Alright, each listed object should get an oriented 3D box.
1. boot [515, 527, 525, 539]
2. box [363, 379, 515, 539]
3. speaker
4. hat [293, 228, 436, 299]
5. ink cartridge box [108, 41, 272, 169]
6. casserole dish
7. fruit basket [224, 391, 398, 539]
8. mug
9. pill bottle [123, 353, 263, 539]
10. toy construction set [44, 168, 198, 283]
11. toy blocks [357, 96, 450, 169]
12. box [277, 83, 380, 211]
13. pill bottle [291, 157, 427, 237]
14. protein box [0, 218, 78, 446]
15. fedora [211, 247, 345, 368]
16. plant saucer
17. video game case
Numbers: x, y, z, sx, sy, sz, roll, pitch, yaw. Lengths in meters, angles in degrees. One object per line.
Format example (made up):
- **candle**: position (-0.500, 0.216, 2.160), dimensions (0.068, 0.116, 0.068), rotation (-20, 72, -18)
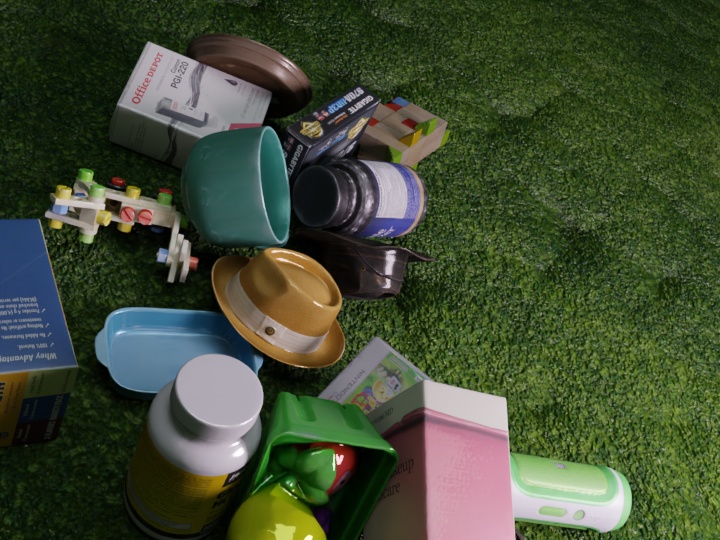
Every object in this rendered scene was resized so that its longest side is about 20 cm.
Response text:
- **boot**: position (0.097, 0.357, 1.024), dimensions (0.199, 0.064, 0.187), rotation (6, 44, -18)
- **box**: position (0.077, 0.232, 0.960), dimensions (0.109, 0.128, 0.201), rotation (15, 57, -25)
- **speaker**: position (0.231, 0.272, 1.160), dimensions (0.199, 0.089, 0.089), rotation (12, 44, -20)
- **hat**: position (0.000, 0.000, 1.289), dimensions (0.200, 0.201, 0.081), rotation (12, 88, -20)
- **ink cartridge box**: position (-0.244, -0.225, 1.364), dimensions (0.199, 0.085, 0.146), rotation (20, 52, -9)
- **casserole dish**: position (-0.214, 0.103, 1.105), dimensions (0.199, 0.039, 0.121), rotation (5, 47, -27)
- **fruit basket**: position (-0.062, 0.246, 0.926), dimensions (0.155, 0.216, 0.216), rotation (13, 44, -20)
- **mug**: position (-0.162, -0.091, 1.226), dimensions (0.114, 0.186, 0.152), rotation (-5, 23, 9)
- **pill bottle**: position (-0.164, 0.177, 0.936), dimensions (0.112, 0.200, 0.113), rotation (14, 43, -14)
- **toy construction set**: position (-0.290, -0.064, 1.183), dimensions (0.200, 0.092, 0.131), rotation (28, 11, -19)
- **toy blocks**: position (0.046, -0.231, 1.556), dimensions (0.137, 0.100, 0.200), rotation (31, 40, 18)
- **box**: position (-0.064, -0.171, 1.370), dimensions (0.046, 0.159, 0.200), rotation (38, 41, 8)
- **pill bottle**: position (-0.001, -0.103, 1.341), dimensions (0.200, 0.112, 0.112), rotation (-3, 49, -52)
- **protein box**: position (-0.415, 0.065, 0.953), dimensions (0.198, 0.135, 0.200), rotation (-3, 51, -32)
- **fedora**: position (-0.089, 0.031, 1.184), dimensions (0.200, 0.082, 0.201), rotation (30, 28, -17)
- **plant saucer**: position (-0.170, -0.286, 1.415), dimensions (0.200, 0.200, 0.030), rotation (21, 71, -11)
- **video game case**: position (0.033, 0.199, 1.085), dimensions (0.200, 0.022, 0.182), rotation (38, 69, 20)
